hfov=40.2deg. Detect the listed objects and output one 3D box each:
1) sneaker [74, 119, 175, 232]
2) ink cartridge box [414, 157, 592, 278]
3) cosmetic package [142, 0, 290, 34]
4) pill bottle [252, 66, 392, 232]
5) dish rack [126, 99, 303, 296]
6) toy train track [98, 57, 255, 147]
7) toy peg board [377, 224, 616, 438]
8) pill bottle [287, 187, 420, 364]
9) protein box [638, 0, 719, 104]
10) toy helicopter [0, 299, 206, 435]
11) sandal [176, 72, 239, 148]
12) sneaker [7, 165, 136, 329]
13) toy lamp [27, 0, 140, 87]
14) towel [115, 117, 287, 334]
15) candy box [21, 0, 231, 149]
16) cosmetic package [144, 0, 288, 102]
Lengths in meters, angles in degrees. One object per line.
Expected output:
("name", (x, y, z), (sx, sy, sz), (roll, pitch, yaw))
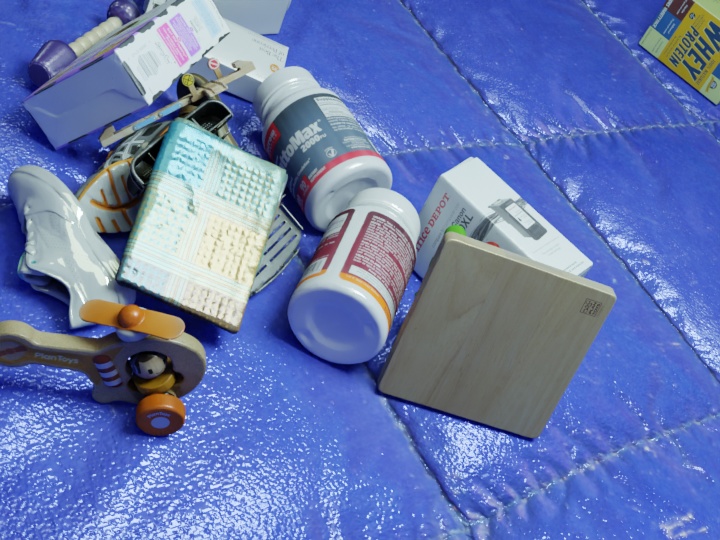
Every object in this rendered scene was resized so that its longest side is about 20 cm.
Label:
("sneaker", (-0.263, -0.109, 1.125), (0.077, 0.079, 0.200), (12, 40, 30))
("ink cartridge box", (0.157, -0.015, 1.195), (0.200, 0.146, 0.083), (45, 45, 18))
("cosmetic package", (-0.198, -0.403, 1.416), (0.199, 0.113, 0.081), (-15, 57, -40))
("pill bottle", (-0.056, -0.158, 1.242), (0.119, 0.120, 0.201), (-10, 53, -35))
("dish rack", (-0.153, -0.074, 1.102), (0.200, 0.054, 0.154), (49, 54, -8))
("toy train track", (-0.216, -0.203, 1.138), (0.199, 0.033, 0.115), (-30, 19, -10))
("toy peg board", (0.143, 0.056, 1.091), (0.197, 0.201, 0.098), (18, 27, -12))
("pill bottle", (0.000, 0.000, 1.118), (0.113, 0.115, 0.201), (27, 42, -1))
("protein box", (0.702, -0.460, 1.946), (0.200, 0.136, 0.198), (44, 43, 18))
("toy helicopter", (-0.238, 0.074, 0.899), (0.198, 0.133, 0.079), (11, 44, -19))
("sandal", (-0.196, -0.167, 1.212), (0.053, 0.081, 0.201), (-10, 58, -26))
("sneaker", (-0.320, -0.025, 1.008), (0.088, 0.076, 0.200), (-31, 69, -32))
("toy lamp", (-0.352, -0.288, 1.259), (0.058, 0.058, 0.200), (31, 41, 3))
("towel", (-0.165, -0.049, 1.042), (0.146, 0.022, 0.202), (26, 62, -23))
("candy box", (-0.271, -0.243, 1.158), (0.072, 0.166, 0.201), (58, 38, -23))
("cosmetic package", (-0.200, -0.300, 1.329), (0.198, 0.051, 0.083), (21, 57, -19))
